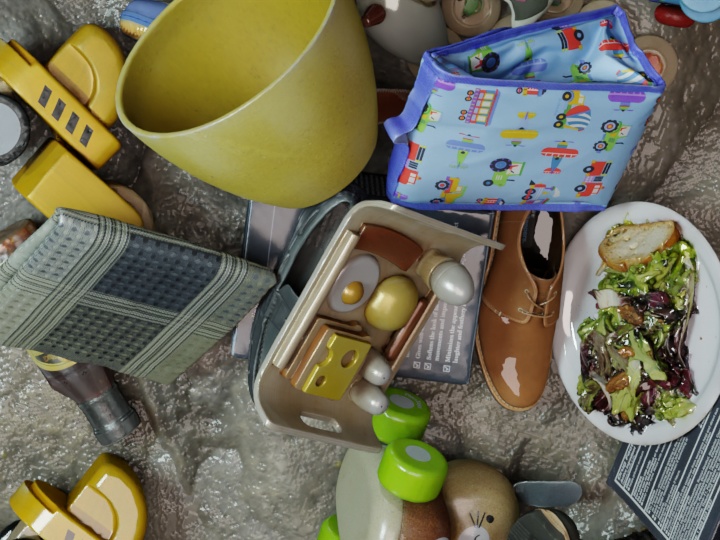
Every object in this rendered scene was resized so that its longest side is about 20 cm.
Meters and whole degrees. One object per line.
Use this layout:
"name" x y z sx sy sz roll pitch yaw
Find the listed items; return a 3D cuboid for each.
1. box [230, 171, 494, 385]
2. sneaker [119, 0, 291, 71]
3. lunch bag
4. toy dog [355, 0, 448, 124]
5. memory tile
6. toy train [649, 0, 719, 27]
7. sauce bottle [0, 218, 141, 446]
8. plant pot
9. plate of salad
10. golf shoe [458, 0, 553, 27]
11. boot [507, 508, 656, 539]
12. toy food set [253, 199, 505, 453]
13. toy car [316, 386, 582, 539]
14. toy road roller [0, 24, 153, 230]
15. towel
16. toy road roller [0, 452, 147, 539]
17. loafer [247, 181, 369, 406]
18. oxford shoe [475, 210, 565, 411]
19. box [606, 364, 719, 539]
"box" 0.000 0.000 1.732 0.200 0.107 0.149 7 104 -3
"sneaker" -0.094 -0.207 1.708 0.200 0.075 0.088 10 92 -10
"lunch bag" 0.112 -0.114 1.629 0.200 0.094 0.151 -9 145 -23
"toy dog" 0.046 -0.169 1.662 0.200 0.096 0.132 43 129 -16
"memory tile" 0.151 -0.174 1.739 0.200 0.017 0.153 36 101 -9
"toy train" 0.336 -0.222 1.679 0.200 0.116 0.085 9 104 -3
"sauce bottle" -0.251 0.054 1.763 0.066 0.066 0.200 -31 102 6
"plant pot" -0.066 -0.130 1.602 0.200 0.200 0.142 -34 126 7
"plate of salad" 0.221 0.044 1.715 0.048 0.200 0.200 -3 108 -42
"golf shoe" 0.069 -0.265 1.678 0.200 0.077 0.088 26 109 5
"boot" 0.201 0.237 1.764 0.138 0.077 0.200 -28 147 -15
"toy food set" 0.017 0.046 1.617 0.143 0.060 0.200 17 107 -49
"toy car" 0.084 0.214 1.772 0.200 0.158 0.165 13 115 -16
"toy road roller" -0.225 -0.109 1.692 0.200 0.123 0.146 44 87 -12
"towel" -0.192 0.020 1.660 0.192 0.035 0.200 16 145 -27
"toy road roller" -0.214 0.248 1.784 0.200 0.123 0.146 38 89 -8
"loafer" -0.043 0.024 1.645 0.068 0.070 0.201 18 102 -5
"oxford shoe" 0.137 0.025 1.748 0.071 0.071 0.200 -4 102 -18
"box" 0.320 0.139 1.715 0.123 0.198 0.200 17 104 -20
